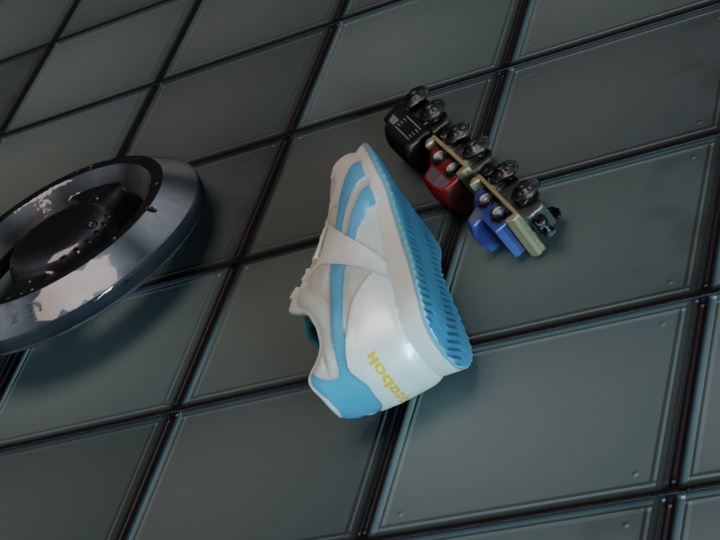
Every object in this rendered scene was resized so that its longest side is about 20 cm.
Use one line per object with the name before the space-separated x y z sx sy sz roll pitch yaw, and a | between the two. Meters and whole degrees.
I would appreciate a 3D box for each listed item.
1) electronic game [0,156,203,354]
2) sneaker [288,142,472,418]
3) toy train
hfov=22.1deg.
electronic game | -0.193 -0.012 1.221 0.200 0.042 0.200 -23 27 12
sneaker | 0.000 0.000 1.007 0.081 0.077 0.200 -31 30 12
toy train | 0.059 -0.057 1.063 0.046 0.034 0.200 -40 32 0
